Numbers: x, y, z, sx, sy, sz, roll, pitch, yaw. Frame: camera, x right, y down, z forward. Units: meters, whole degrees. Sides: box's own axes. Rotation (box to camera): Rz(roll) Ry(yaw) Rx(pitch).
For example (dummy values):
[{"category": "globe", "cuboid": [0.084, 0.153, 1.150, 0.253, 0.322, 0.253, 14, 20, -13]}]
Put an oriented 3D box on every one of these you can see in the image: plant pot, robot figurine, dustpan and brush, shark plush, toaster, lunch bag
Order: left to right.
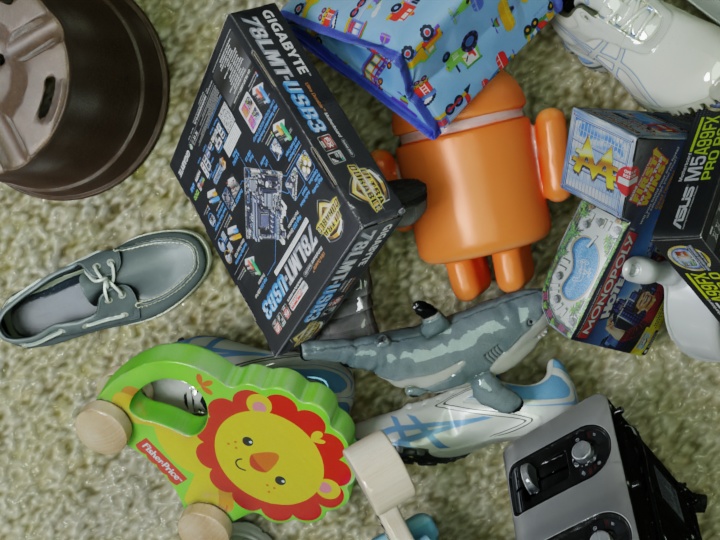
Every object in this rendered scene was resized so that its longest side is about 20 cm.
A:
[{"category": "plant pot", "cuboid": [-0.272, -0.151, 0.989, 0.197, 0.198, 0.203, 0, 96, 4]}, {"category": "lunch bag", "cuboid": [0.030, -0.218, 0.965, 0.151, 0.094, 0.199, -45, 49, -10]}, {"category": "shark plush", "cuboid": [0.051, 0.047, 0.979, 0.197, 0.092, 0.084, 5, 134, -3]}, {"category": "robot figurine", "cuboid": [0.088, -0.080, 1.004, 0.115, 0.143, 0.203, -15, 95, -32]}, {"category": "toaster", "cuboid": [0.204, 0.227, 0.967, 0.118, 0.182, 0.200, -27, 129, 23]}, {"category": "dustpan and brush", "cuboid": [0.264, 0.005, 0.976, 0.057, 0.199, 0.142, 17, 98, 31]}]

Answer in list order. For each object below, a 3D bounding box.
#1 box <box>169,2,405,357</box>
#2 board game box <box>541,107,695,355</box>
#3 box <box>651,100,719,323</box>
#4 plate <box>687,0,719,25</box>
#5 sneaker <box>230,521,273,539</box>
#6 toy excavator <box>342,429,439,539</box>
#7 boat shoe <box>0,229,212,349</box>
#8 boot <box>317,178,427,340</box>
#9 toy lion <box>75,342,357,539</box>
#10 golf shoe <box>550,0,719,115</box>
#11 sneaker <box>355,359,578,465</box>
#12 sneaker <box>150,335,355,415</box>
[{"category": "box", "cuboid": [-0.066, -0.065, 0.964, 0.049, 0.200, 0.200, -21, 69, -33]}, {"category": "board game box", "cuboid": [0.205, -0.044, 0.955, 0.061, 0.199, 0.202, 31, 99, 35]}, {"category": "box", "cuboid": [0.304, -0.060, 0.937, 0.160, 0.044, 0.202, 42, 62, -35]}, {"category": "plate", "cuboid": [0.286, -0.326, 1.003, 0.198, 0.032, 0.201, 34, 98, 2]}, {"category": "sneaker", "cuboid": [-0.059, 0.306, 1.070, 0.199, 0.087, 0.075, 37, 97, 0]}, {"category": "toy excavator", "cuboid": [0.036, 0.231, 1.006, 0.099, 0.194, 0.202, -28, 86, -10]}, {"category": "boat shoe", "cuboid": [-0.224, 0.020, 1.069, 0.198, 0.062, 0.074, -19, 94, 7]}, {"category": "boot", "cuboid": [0.000, 0.000, 1.001, 0.069, 0.199, 0.134, -13, 94, -29]}, {"category": "toy lion", "cuboid": [-0.105, 0.135, 1.010, 0.191, 0.069, 0.200, -33, 108, 31]}, {"category": "golf shoe", "cuboid": [0.202, -0.184, 0.942, 0.097, 0.200, 0.079, 34, 92, -40]}, {"category": "sneaker", "cuboid": [0.085, 0.121, 1.046, 0.197, 0.072, 0.073, -11, 71, 8]}, {"category": "sneaker", "cuboid": [-0.103, 0.102, 1.056, 0.197, 0.073, 0.073, 1, 124, 4]}]
